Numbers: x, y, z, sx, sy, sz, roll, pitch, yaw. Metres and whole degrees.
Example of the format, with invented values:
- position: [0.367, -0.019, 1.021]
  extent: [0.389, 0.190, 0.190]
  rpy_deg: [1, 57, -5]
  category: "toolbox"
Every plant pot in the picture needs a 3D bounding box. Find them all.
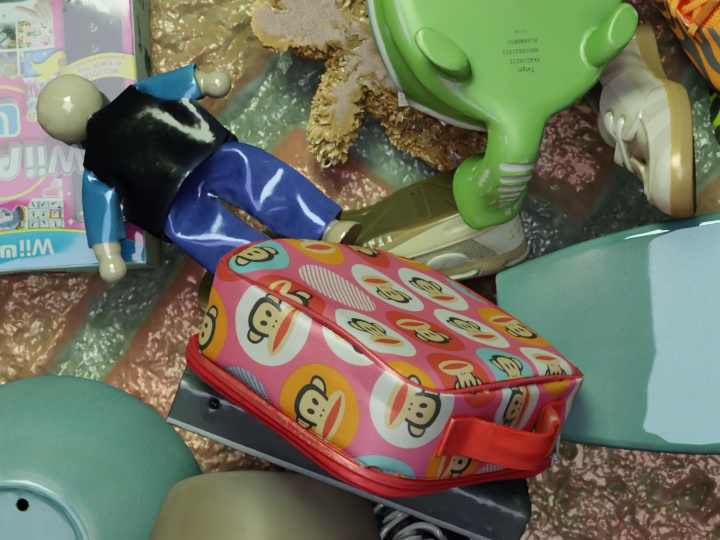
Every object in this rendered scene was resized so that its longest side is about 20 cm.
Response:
- position: [-0.190, 0.162, 1.008]
  extent: [0.199, 0.135, 0.201]
  rpy_deg: [0, 87, 1]
  category: "plant pot"
- position: [0.183, 0.041, 1.014]
  extent: [0.199, 0.141, 0.142]
  rpy_deg: [-6, 87, 8]
  category: "plant pot"
- position: [-0.054, 0.206, 0.934]
  extent: [0.199, 0.200, 0.174]
  rpy_deg: [2, 68, 0]
  category: "plant pot"

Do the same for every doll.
- position: [-0.104, -0.048, 0.989]
  extent: [0.200, 0.048, 0.137]
  rpy_deg: [34, 89, 8]
  category: "doll"

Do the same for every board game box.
- position: [-0.202, -0.098, 1.056]
  extent: [0.147, 0.064, 0.201]
  rpy_deg: [-4, 88, 0]
  category: "board game box"

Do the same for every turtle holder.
- position: [0.077, -0.133, 0.964]
  extent: [0.141, 0.132, 0.186]
  rpy_deg: [-33, 94, -16]
  category: "turtle holder"

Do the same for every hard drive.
- position: [-0.003, 0.087, 0.972]
  extent: [0.199, 0.140, 0.033]
  rpy_deg: [21, 103, -3]
  category: "hard drive"

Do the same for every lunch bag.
- position: [0.027, 0.054, 0.899]
  extent: [0.176, 0.200, 0.082]
  rpy_deg: [31, 106, 31]
  category: "lunch bag"

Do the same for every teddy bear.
- position: [0.026, -0.125, 1.062]
  extent: [0.199, 0.067, 0.146]
  rpy_deg: [17, 97, -5]
  category: "teddy bear"

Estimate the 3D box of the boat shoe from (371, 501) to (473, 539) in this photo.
- position: [0.034, 0.156, 1.014]
  extent: [0.075, 0.093, 0.200]
  rpy_deg: [-36, 76, 2]
  category: "boat shoe"

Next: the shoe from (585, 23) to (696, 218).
- position: [0.159, -0.084, 0.998]
  extent: [0.053, 0.200, 0.070]
  rpy_deg: [-8, 117, 6]
  category: "shoe"

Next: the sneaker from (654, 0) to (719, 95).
- position: [0.176, -0.170, 1.002]
  extent: [0.078, 0.112, 0.200]
  rpy_deg: [-52, 51, 30]
  category: "sneaker"

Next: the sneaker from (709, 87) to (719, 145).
- position: [0.263, -0.162, 1.060]
  extent: [0.083, 0.074, 0.201]
  rpy_deg: [6, 90, -17]
  category: "sneaker"

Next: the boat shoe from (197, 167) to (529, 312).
- position: [0.001, -0.002, 1.043]
  extent: [0.200, 0.073, 0.063]
  rpy_deg: [-20, 122, 7]
  category: "boat shoe"
